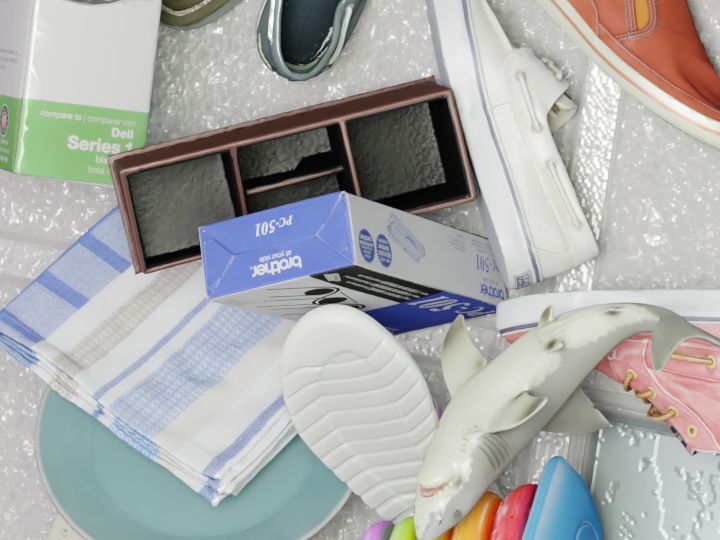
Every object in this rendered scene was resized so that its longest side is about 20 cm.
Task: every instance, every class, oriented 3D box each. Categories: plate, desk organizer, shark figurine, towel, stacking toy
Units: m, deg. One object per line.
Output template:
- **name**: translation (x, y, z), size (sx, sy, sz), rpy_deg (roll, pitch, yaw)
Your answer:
- **plate**: translation (-0.093, 0.099, 1.678), size (0.199, 0.026, 0.201), rpy_deg (0, 52, 0)
- **desk organizer**: translation (-0.039, -0.052, 1.622), size (0.199, 0.077, 0.072), rpy_deg (-14, 98, -6)
- **shark figurine**: translation (0.122, 0.063, 1.546), size (0.214, 0.089, 0.129), rpy_deg (-33, 38, 28)
- **towel**: translation (-0.109, 0.042, 1.693), size (0.200, 0.147, 0.024), rpy_deg (33, 149, 24)
- **stacking toy**: translation (0.035, 0.178, 1.607), size (0.199, 0.110, 0.117), rpy_deg (-5, 120, 19)

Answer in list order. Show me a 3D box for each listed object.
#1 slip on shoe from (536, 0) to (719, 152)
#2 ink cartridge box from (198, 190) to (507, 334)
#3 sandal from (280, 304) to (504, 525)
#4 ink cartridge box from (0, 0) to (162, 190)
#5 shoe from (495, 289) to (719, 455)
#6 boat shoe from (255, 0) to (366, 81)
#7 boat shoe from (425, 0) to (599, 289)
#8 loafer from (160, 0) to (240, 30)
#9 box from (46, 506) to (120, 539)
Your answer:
- **slip on shoe**: translation (0.161, -0.135, 1.588), size (0.061, 0.074, 0.200), rpy_deg (-48, 67, 15)
- **ink cartridge box**: translation (0.000, 0.000, 1.591), size (0.094, 0.200, 0.045), rpy_deg (-13, 77, 26)
- **sandal**: translation (0.016, 0.090, 1.622), size (0.082, 0.050, 0.203), rpy_deg (-22, 124, 17)
- **ink cartridge box**: translation (-0.174, -0.157, 1.702), size (0.084, 0.146, 0.201), rpy_deg (6, 94, -19)
- **shoe**: translation (0.169, 0.057, 1.582), size (0.199, 0.071, 0.092), rpy_deg (-1, 87, 23)
- **boat shoe**: translation (-0.007, -0.202, 1.658), size (0.072, 0.062, 0.201), rpy_deg (20, 106, -10)
- **boat shoe**: translation (0.089, -0.092, 1.631), size (0.069, 0.071, 0.201), rpy_deg (-16, 78, -3)
- **loafer**: translation (-0.077, -0.235, 1.700), size (0.075, 0.070, 0.201), rpy_deg (38, 106, 21)
- **box**: translation (-0.093, 0.229, 1.680), size (0.199, 0.128, 0.109), rpy_deg (32, 105, 22)
